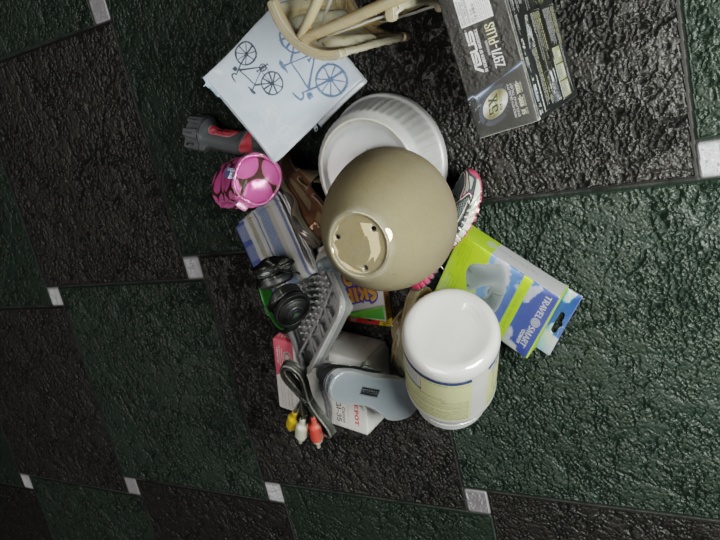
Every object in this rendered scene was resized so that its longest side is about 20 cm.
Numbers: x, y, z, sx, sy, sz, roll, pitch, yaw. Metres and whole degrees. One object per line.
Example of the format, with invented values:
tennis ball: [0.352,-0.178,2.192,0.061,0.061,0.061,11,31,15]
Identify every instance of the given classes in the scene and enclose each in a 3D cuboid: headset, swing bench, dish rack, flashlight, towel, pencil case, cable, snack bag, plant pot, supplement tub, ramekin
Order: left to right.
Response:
flashlight: [-0.217,-0.233,1.344,0.196,0.067,0.070,17,124,32]
pencil case: [-0.195,-0.142,1.292,0.089,0.199,0.096,22,85,-18]
headset: [-0.143,0.033,1.292,0.125,0.092,0.201,61,154,16]
towel: [-0.147,-0.044,1.361,0.199,0.023,0.150,-23,92,57]
snack bag: [-0.118,-0.293,1.210,0.200,0.021,0.189,-43,86,5]
cable: [-0.094,0.237,1.338,0.095,0.051,0.203,22,145,23]
dish rack: [-0.075,0.053,1.329,0.174,0.043,0.202,-63,37,32]
swing bench: [0.018,-0.366,1.035,0.199,0.198,0.131,-34,91,39]
plant pot: [0.023,-0.055,1.078,0.195,0.134,0.206,8,112,21]
ramekin: [0.026,-0.155,1.173,0.197,0.094,0.208,9,112,23]
supplement tub: [0.135,0.139,1.175,0.143,0.146,0.202,25,151,22]

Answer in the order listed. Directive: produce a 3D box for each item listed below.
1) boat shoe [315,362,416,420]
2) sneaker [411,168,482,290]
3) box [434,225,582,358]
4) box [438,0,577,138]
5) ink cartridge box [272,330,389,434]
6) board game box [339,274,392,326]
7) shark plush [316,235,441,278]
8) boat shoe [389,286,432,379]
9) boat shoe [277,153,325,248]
boat shoe: [0.012,0.191,1.274,0.068,0.196,0.075,32,104,53]
sneaker: [0.109,-0.063,1.151,0.074,0.081,0.202,29,111,-14]
box: [0.217,0.036,1.175,0.198,0.047,0.124,35,126,18]
box: [0.185,-0.290,0.978,0.085,0.163,0.205,-10,105,36]
ink cartridge box: [-0.051,0.186,1.399,0.196,0.082,0.150,11,116,30]
board game box: [0.000,0.000,1.320,0.093,0.030,0.205,5,115,32]
shark plush: [0.026,-0.005,1.238,0.196,0.084,0.092,22,123,-13]
boat shoe: [0.077,0.098,1.269,0.064,0.072,0.203,32,143,28]
boat shoe: [-0.080,-0.123,1.254,0.071,0.076,0.202,-36,49,13]
